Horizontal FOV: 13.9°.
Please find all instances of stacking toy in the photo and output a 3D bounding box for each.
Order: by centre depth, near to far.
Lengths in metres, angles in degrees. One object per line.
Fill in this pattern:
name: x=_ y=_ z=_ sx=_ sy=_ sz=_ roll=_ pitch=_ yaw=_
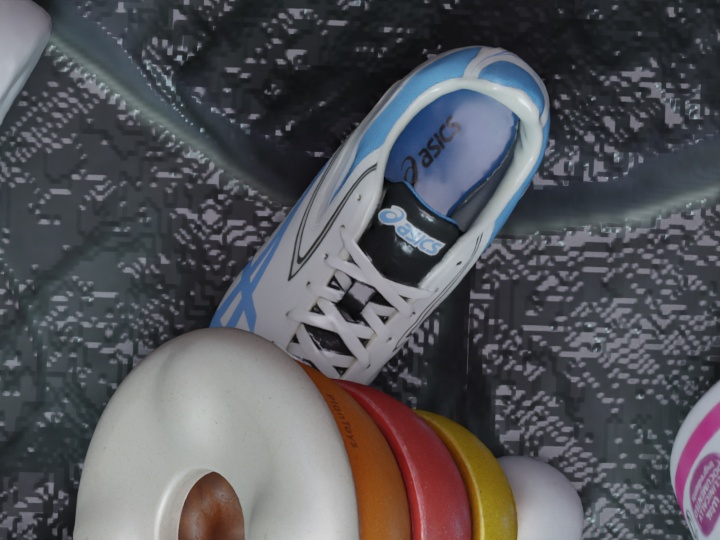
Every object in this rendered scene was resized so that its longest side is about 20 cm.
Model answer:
stacking toy: x=0.010 y=0.097 z=1.074 sx=0.199 sy=0.146 sz=0.147 roll=4 pitch=93 yaw=-42

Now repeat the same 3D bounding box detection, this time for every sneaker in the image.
sneaker: x=0.000 y=0.000 z=1.108 sx=0.072 sy=0.072 sz=0.200 roll=34 pitch=92 yaw=-6

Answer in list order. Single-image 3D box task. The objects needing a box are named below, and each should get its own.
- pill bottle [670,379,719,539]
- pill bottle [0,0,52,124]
pill bottle: x=0.194 y=0.127 z=1.052 sx=0.113 sy=0.200 sz=0.114 roll=-11 pitch=137 yaw=-11
pill bottle: x=-0.222 y=-0.100 z=1.070 sx=0.200 sy=0.111 sz=0.111 roll=33 pitch=91 yaw=-4
